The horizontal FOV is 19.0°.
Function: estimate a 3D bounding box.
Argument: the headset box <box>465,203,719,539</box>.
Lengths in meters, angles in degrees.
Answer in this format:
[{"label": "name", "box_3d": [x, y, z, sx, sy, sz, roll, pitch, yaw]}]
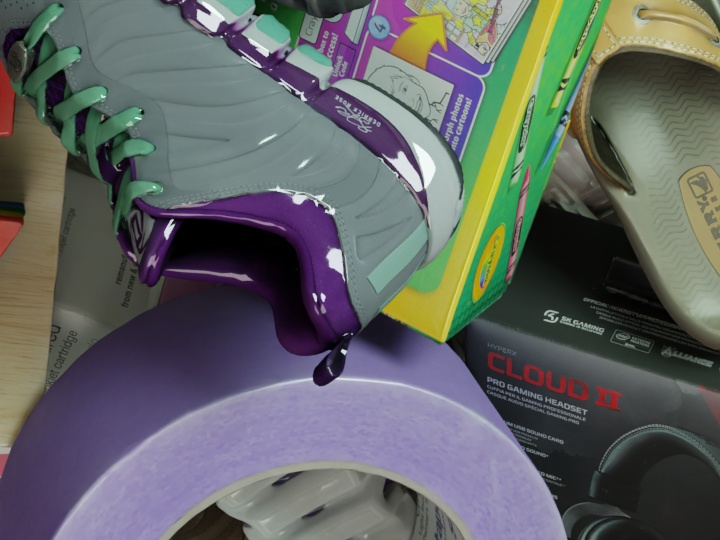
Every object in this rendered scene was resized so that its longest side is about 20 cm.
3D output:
[{"label": "headset box", "box_3d": [0.121, 0.073, 0.847, 0.148, 0.077, 0.201, 17, 137, 20]}]

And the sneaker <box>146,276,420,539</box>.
[{"label": "sneaker", "box_3d": [-0.031, 0.063, 0.855, 0.080, 0.089, 0.201, -26, 116, -2]}]

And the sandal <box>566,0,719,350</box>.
[{"label": "sandal", "box_3d": [0.094, -0.059, 0.734, 0.081, 0.055, 0.201, -25, 94, 15]}]

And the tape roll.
[{"label": "tape roll", "box_3d": [-0.030, 0.110, 0.777, 0.199, 0.085, 0.201, -6, 114, -14]}]

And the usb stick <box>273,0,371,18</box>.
[{"label": "usb stick", "box_3d": [-0.078, -0.133, 0.685, 0.199, 0.033, 0.056, 24, 122, 27]}]

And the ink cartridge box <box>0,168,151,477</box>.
[{"label": "ink cartridge box", "box_3d": [-0.195, 0.012, 0.855, 0.199, 0.085, 0.145, 21, 129, -11]}]

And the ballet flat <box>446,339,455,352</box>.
[{"label": "ballet flat", "box_3d": [0.000, 0.000, 0.828, 0.046, 0.067, 0.201, -25, 126, -11]}]

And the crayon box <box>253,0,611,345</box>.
[{"label": "crayon box", "box_3d": [0.016, -0.091, 0.697, 0.118, 0.058, 0.201, 28, 120, 17]}]

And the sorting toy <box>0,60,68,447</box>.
[{"label": "sorting toy", "box_3d": [-0.201, -0.039, 0.737, 0.199, 0.070, 0.200, 5, 98, -9]}]

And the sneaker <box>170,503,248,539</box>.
[{"label": "sneaker", "box_3d": [-0.069, 0.101, 0.946, 0.075, 0.071, 0.201, -8, 133, -21]}]

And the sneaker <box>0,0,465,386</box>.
[{"label": "sneaker", "box_3d": [-0.067, -0.049, 0.651, 0.199, 0.088, 0.075, 32, 143, 6]}]
